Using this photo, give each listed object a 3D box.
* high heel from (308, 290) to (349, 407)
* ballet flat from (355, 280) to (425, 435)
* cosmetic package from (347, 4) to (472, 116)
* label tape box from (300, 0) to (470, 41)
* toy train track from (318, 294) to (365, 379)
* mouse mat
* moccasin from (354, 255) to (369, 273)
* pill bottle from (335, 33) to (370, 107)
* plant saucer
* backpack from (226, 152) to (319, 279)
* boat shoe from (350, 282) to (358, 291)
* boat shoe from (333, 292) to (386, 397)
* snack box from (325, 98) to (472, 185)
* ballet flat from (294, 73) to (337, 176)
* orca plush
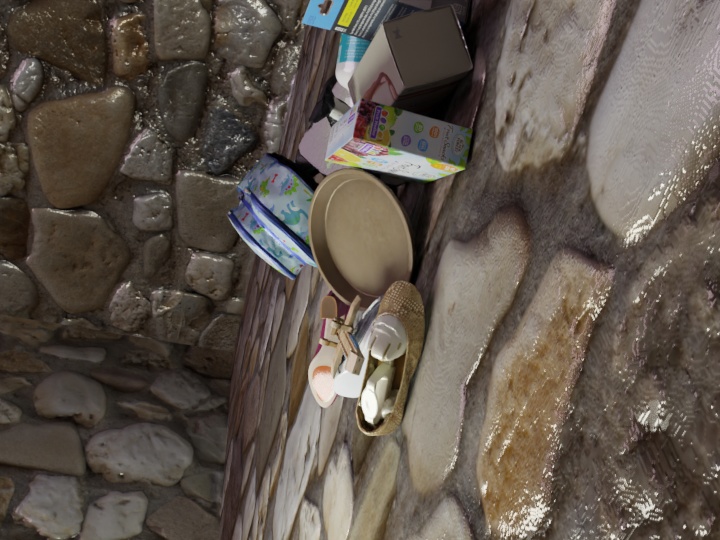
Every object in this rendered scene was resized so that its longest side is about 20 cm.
[{"bbox_3d":[-0.041,0.131,1.529,0.096,0.066,0.205,-24,-56,-69],"label":"high heel"},{"bbox_3d":[0.034,0.115,1.079,0.065,0.069,0.205,-20,-59,-57],"label":"ballet flat"},{"bbox_3d":[0.059,-0.252,1.144,0.200,0.101,0.089,141,110,-75],"label":"cosmetic package"},{"bbox_3d":[0.032,-0.354,1.162,0.144,0.196,0.065,155,127,-75],"label":"label tape box"},{"bbox_3d":[-0.026,0.094,1.154,0.200,0.032,0.117,-131,59,-76],"label":"toy train track"},{"bbox_3d":[-0.007,-0.233,1.378,0.161,0.007,0.202,43,106,35],"label":"mouse mat"},{"bbox_3d":[0.015,-0.079,1.313,0.202,0.079,0.069,-94,16,-46],"label":"moccasin"},{"bbox_3d":[0.023,-0.332,1.295,0.111,0.108,0.205,-165,84,-78],"label":"pill bottle"},{"bbox_3d":[0.004,-0.042,1.212,0.198,0.029,0.204,20,119,40],"label":"plant saucer"},{"bbox_3d":[-0.110,-0.078,1.391,0.148,0.183,0.200,-49,20,-4],"label":"backpack"},{"bbox_3d":[0.000,0.000,1.370,0.072,0.067,0.200,-47,17,10],"label":"boat shoe"},{"bbox_3d":[0.013,0.102,1.199,0.201,0.070,0.069,115,161,-49],"label":"boat shoe"},{"bbox_3d":[0.041,-0.155,1.096,0.200,0.139,0.054,-179,100,-79],"label":"snack box"},{"bbox_3d":[-0.046,-0.245,1.483,0.068,0.067,0.204,-5,60,53],"label":"ballet flat"},{"bbox_3d":[-0.016,-0.173,1.254,0.070,0.199,0.107,-21,64,29],"label":"orca plush"}]
